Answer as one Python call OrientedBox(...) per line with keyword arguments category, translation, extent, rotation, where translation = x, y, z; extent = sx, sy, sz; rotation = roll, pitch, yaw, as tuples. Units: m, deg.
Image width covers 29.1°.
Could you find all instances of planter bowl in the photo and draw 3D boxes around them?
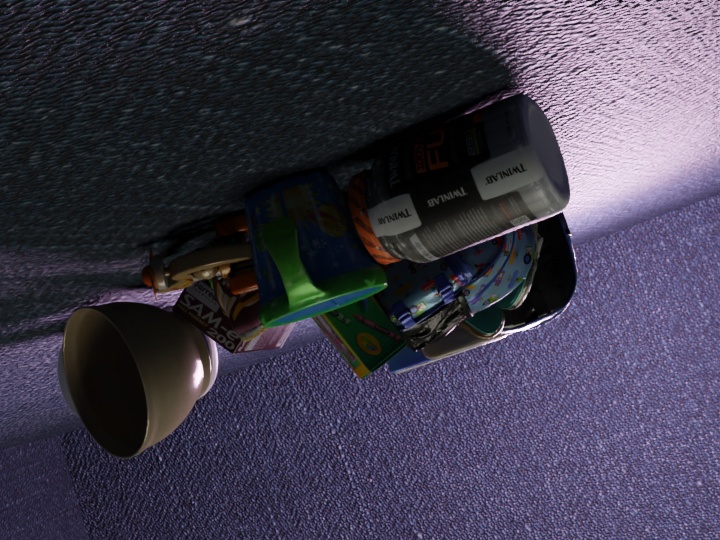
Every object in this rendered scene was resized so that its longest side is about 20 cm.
OrientedBox(category="planter bowl", translation=(-0.281, 0.129, 1.818), extent=(0.134, 0.202, 0.200), rotation=(-18, 175, -39))

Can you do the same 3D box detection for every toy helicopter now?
OrientedBox(category="toy helicopter", translation=(-0.190, 0.003, 1.524), extent=(0.131, 0.080, 0.200), rotation=(-14, 176, -28))

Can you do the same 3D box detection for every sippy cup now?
OrientedBox(category="sippy cup", translation=(-0.055, -0.025, 1.402), extent=(0.138, 0.132, 0.178), rotation=(-16, 174, -24))

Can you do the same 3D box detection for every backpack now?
OrientedBox(category="backpack", translation=(0.202, -0.016, 1.895), extent=(0.181, 0.202, 0.147), rotation=(-19, 170, 0))
OrientedBox(category="backpack", translation=(0.094, -0.031, 1.612), extent=(0.199, 0.184, 0.135), rotation=(-31, 156, 5))

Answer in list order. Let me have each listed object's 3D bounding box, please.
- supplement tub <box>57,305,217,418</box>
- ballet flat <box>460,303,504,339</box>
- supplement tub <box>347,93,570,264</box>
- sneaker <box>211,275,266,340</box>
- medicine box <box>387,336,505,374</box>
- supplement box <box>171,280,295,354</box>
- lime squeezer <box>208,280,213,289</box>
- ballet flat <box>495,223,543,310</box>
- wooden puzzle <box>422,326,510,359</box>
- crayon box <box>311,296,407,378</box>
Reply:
OrientedBox(category="supplement tub", translation=(-0.320, 0.135, 1.997), extent=(0.199, 0.146, 0.144), rotation=(-12, 172, -46))
OrientedBox(category="ballet flat", translation=(0.097, 0.014, 1.747), extent=(0.068, 0.199, 0.072), rotation=(-53, -176, -8))
OrientedBox(category="supplement tub", translation=(0.095, -0.083, 1.364), extent=(0.198, 0.124, 0.122), rotation=(-21, 174, 21))
OrientedBox(category="sneaker", translation=(-0.134, 0.022, 1.595), extent=(0.075, 0.091, 0.200), rotation=(-32, -171, -15))
OrientedBox(category="medicine box", translation=(0.105, 0.032, 2.079), extent=(0.180, 0.202, 0.103), rotation=(-19, 174, 9))
OrientedBox(category="supplement box", translation=(-0.164, 0.057, 1.880), extent=(0.061, 0.108, 0.200), rotation=(-58, 167, 7))
OrientedBox(category="lime squeezer", translation=(-0.161, 0.006, 1.762), extent=(0.070, 0.038, 0.199), rotation=(-8, -173, -27))
OrientedBox(category="ballet flat", translation=(0.196, -0.052, 1.696), extent=(0.071, 0.203, 0.072), rotation=(-1, -160, 1))
OrientedBox(category="wooden puzzle", translation=(0.150, 0.005, 1.985), extent=(0.183, 0.202, 0.046), rotation=(-18, 171, -6))
OrientedBox(category="crayon box", translation=(-0.034, 0.026, 1.574), extent=(0.058, 0.201, 0.119), rotation=(-38, 177, -9))
